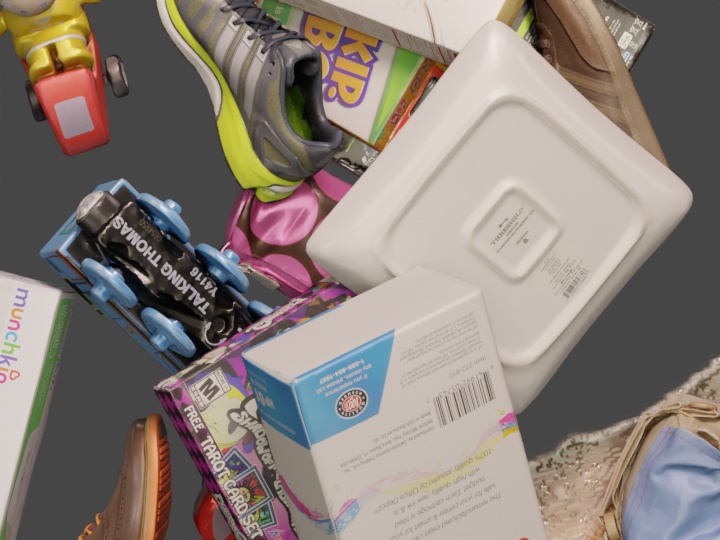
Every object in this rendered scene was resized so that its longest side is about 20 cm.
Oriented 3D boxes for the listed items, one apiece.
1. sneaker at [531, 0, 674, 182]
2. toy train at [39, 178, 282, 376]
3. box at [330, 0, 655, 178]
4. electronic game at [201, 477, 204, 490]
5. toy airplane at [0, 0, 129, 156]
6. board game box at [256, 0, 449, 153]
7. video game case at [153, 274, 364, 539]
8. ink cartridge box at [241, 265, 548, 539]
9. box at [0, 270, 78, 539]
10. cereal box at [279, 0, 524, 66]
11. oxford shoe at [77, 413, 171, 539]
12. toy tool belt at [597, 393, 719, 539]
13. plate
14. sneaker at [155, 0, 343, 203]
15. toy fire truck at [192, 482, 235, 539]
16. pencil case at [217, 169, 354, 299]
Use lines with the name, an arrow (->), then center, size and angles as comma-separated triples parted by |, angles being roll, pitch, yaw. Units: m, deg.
sneaker -> 0.148, -0.115, 1.629 | 0.075, 0.070, 0.201 | -25, 93, 0
toy train -> -0.124, 0.021, 1.630 | 0.200, 0.114, 0.087 | 44, 75, -15
box -> 0.077, -0.134, 1.684 | 0.192, 0.048, 0.201 | 30, 91, 1
electronic game -> -0.013, 0.157, 1.688 | 0.198, 0.042, 0.202 | 0, 91, -1
toy airplane -> -0.223, -0.205, 1.632 | 0.198, 0.141, 0.201 | 29, 91, 0
board game box -> -0.027, -0.162, 1.655 | 0.199, 0.030, 0.096 | 32, 91, 21
video game case -> -0.016, 0.117, 1.593 | 0.181, 0.036, 0.201 | -32, 102, -22
ink cartridge box -> 0.025, 0.121, 1.528 | 0.144, 0.085, 0.201 | -25, 112, -22
box -> -0.307, 0.089, 1.659 | 0.175, 0.097, 0.201 | 15, 90, 2
cereal box -> 0.026, -0.229, 1.624 | 0.199, 0.040, 0.145 | 22, 75, 21
oxford shoe -> -0.176, 0.196, 1.675 | 0.072, 0.071, 0.201 | 10, 91, 4
toy tool belt -> 0.226, 0.188, 1.650 | 0.124, 0.123, 0.201 | 14, 91, -1
plate -> 0.098, -0.029, 1.579 | 0.200, 0.032, 0.200 | 39, 92, -20
sneaker -> -0.069, -0.149, 1.595 | 0.081, 0.074, 0.201 | -21, 98, 41
toy fire truck -> -0.054, 0.236, 1.654 | 0.200, 0.049, 0.141 | 41, 97, -6
pencil case -> 0.000, 0.000, 1.665 | 0.199, 0.091, 0.094 | 27, 55, 1
